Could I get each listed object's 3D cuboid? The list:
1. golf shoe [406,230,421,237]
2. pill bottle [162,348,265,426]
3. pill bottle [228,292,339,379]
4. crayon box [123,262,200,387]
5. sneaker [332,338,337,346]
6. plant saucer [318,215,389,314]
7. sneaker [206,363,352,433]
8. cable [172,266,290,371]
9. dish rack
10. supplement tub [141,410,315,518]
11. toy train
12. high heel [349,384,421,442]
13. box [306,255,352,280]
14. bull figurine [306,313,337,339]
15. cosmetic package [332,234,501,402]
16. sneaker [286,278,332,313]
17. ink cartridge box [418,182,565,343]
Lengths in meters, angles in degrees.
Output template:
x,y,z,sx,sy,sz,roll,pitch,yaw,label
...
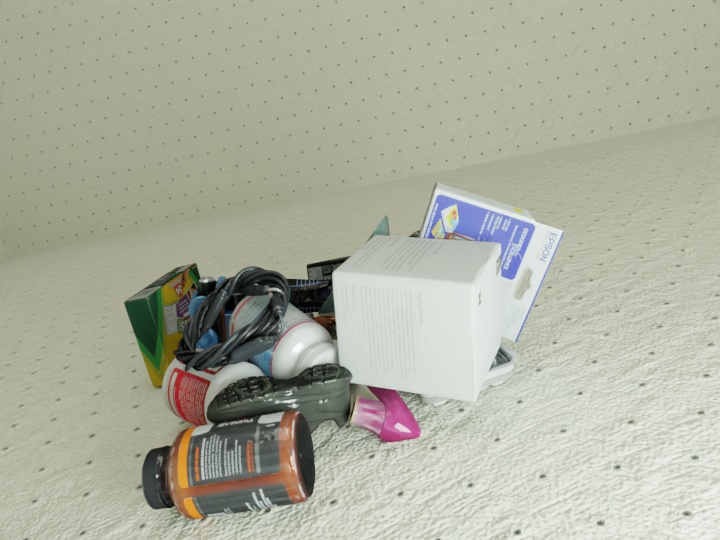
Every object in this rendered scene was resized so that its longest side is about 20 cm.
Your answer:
x,y,z,sx,sy,sz,roll,pitch,yaw,label
0.071,-0.017,1.126,0.093,0.079,0.200,-26,-11,-9,golf shoe
-0.206,0.188,0.946,0.111,0.115,0.197,-25,21,-40,pill bottle
-0.109,0.115,0.956,0.107,0.111,0.198,-22,35,-33,pill bottle
-0.364,0.103,1.238,0.057,0.177,0.200,-10,16,16,crayon box
-0.081,0.169,1.025,0.196,0.079,0.087,-7,30,37,sneaker
0.000,0.000,1.055,0.203,0.038,0.201,-56,1,1,plant saucer
-0.103,0.186,0.826,0.195,0.093,0.076,-7,14,-6,sneaker
-0.197,0.070,0.932,0.197,0.051,0.165,-26,44,11,cable
0.136,0.143,0.969,0.168,0.045,0.200,-15,16,-11,dish rack
-0.159,0.237,0.758,0.195,0.110,0.107,-10,16,6,supplement tub
-0.235,0.109,1.092,0.111,0.205,0.087,-3,14,-9,toy train
0.039,0.185,0.902,0.094,0.069,0.200,18,5,1,high heel
0.010,-0.009,1.301,0.197,0.051,0.156,-9,0,38,box
-0.067,0.113,1.161,0.118,0.067,0.200,-11,8,-4,bull figurine
0.085,0.057,0.877,0.195,0.169,0.165,5,23,24,cosmetic package
-0.099,0.046,1.185,0.196,0.072,0.077,-3,-6,-38,sneaker
0.177,-0.010,0.950,0.195,0.201,0.047,17,28,1,ink cartridge box
